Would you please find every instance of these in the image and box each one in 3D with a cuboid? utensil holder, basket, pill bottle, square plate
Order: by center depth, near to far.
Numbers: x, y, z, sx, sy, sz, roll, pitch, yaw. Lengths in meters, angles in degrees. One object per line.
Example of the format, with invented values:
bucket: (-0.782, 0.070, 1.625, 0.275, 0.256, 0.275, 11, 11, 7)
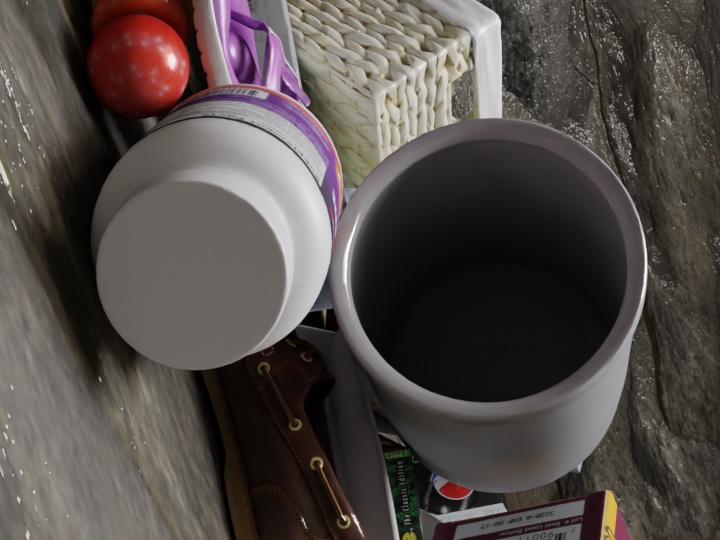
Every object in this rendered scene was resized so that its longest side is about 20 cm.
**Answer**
pill bottle: (-0.067, -0.022, 0.729, 0.200, 0.111, 0.112, -81, 151, -75)
utensil holder: (0.077, 0.031, 0.891, 0.200, 0.169, 0.171, 72, 1, -69)
square plate: (0.001, 0.168, 0.934, 0.199, 0.028, 0.201, 90, -9, -49)
basket: (-0.005, -0.152, 1.145, 0.200, 0.123, 0.136, 35, -32, 32)

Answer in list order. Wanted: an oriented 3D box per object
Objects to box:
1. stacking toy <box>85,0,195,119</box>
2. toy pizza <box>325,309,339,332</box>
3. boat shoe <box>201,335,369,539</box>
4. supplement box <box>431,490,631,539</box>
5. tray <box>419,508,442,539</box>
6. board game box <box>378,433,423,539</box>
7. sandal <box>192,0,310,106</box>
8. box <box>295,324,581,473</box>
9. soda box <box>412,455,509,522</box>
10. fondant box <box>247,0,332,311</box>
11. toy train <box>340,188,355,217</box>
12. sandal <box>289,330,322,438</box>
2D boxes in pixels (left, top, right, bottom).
stacking toy: (-0.119, -0.160, 0.850, 0.201, 0.085, 0.086, -97, 167, -46)
toy pizza: (-0.001, 0.001, 1.240, 0.200, 0.031, 0.202, -177, -90, -73)
boat shoe: (-0.045, 0.073, 0.832, 0.070, 0.070, 0.201, 48, 22, -65)
supplement box: (0.120, 0.237, 0.873, 0.086, 0.110, 0.201, -67, 137, -57)
tray: (0.084, 0.255, 0.983, 0.107, 0.022, 0.201, 21, -46, 53)
board game box: (0.017, 0.164, 1.018, 0.200, 0.023, 0.106, 158, -78, -83)
sandal: (-0.051, -0.090, 0.861, 0.083, 0.049, 0.204, -83, 163, -65)
box: (0.055, 0.091, 1.072, 0.156, 0.198, 0.041, 55, 48, -68)
soda box: (0.058, 0.198, 1.099, 0.201, 0.070, 0.064, 93, -15, -55)
fondant box: (-0.062, -0.089, 1.036, 0.145, 0.058, 0.201, -101, -179, -49)
toy train: (0.000, 0.000, 1.055, 0.200, 0.041, 0.057, 85, -14, -68)
sandal: (-0.071, 0.016, 0.929, 0.076, 0.043, 0.201, 78, -12, -75)
